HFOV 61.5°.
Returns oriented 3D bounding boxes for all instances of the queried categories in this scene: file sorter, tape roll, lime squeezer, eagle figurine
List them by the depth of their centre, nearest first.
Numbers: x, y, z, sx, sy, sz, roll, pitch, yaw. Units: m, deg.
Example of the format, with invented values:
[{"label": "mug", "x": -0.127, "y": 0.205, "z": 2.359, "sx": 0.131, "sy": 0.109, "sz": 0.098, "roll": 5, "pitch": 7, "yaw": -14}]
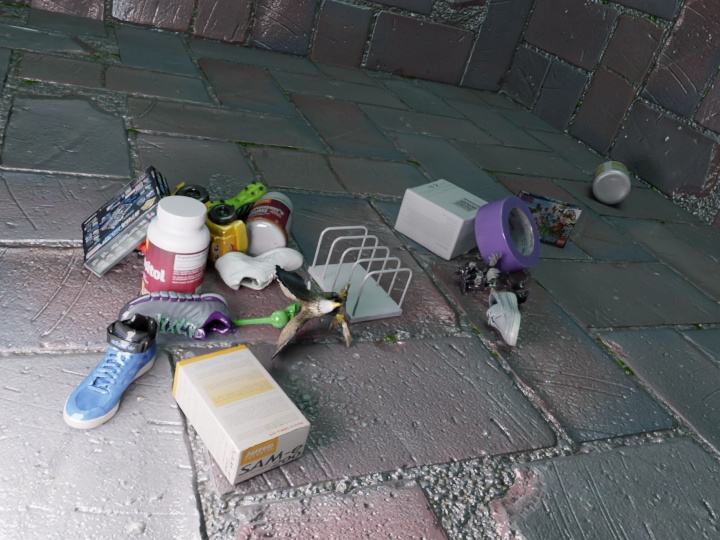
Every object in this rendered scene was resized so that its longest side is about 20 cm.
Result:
[{"label": "eagle figurine", "x": -0.100, "y": 0.070, "z": 1.131, "sx": 0.199, "sy": 0.151, "sz": 0.152, "roll": -5, "pitch": 55, "yaw": -43}, {"label": "lime squeezer", "x": -0.157, "y": 0.088, "z": 1.214, "sx": 0.070, "sy": 0.038, "sz": 0.200, "roll": -1, "pitch": 15, "yaw": 39}, {"label": "file sorter", "x": 0.000, "y": 0.000, "z": 1.344, "sx": 0.138, "sy": 0.125, "sz": 0.200, "roll": -5, "pitch": 36, "yaw": -35}, {"label": "tape roll", "x": 0.400, "y": -0.095, "z": 1.641, "sx": 0.200, "sy": 0.085, "sz": 0.201, "roll": 19, "pitch": 63, "yaw": -42}]

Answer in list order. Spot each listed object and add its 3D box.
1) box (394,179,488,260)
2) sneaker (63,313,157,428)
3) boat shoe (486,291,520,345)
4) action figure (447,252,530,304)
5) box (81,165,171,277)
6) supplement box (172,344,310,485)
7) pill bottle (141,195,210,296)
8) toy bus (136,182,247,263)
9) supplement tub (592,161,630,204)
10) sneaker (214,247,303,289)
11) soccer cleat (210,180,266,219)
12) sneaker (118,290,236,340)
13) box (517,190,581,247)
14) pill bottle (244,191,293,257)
[{"label": "box", "x": 0.240, "y": -0.149, "z": 1.718, "sx": 0.200, "sy": 0.131, "sz": 0.199, "roll": 33, "pitch": 33, "yaw": 27}, {"label": "sneaker", "x": -0.374, "y": 0.140, "z": 0.918, "sx": 0.076, "sy": 0.112, "sz": 0.200, "roll": 21, "pitch": 30, "yaw": 7}, {"label": "boat shoe", "x": 0.327, "y": 0.109, "z": 1.403, "sx": 0.071, "sy": 0.070, "sz": 0.201, "roll": 7, "pitch": 25, "yaw": 5}, {"label": "action figure", "x": 0.326, "y": 0.012, "z": 1.524, "sx": 0.199, "sy": 0.102, "sz": 0.119, "roll": 18, "pitch": 41, "yaw": -1}, {"label": "box", "x": -0.469, "y": -0.103, "z": 1.214, "sx": 0.046, "sy": 0.200, "sz": 0.159, "roll": 48, "pitch": 5, "yaw": -42}, {"label": "supplement box", "x": -0.187, "y": 0.214, "z": 0.931, "sx": 0.126, "sy": 0.074, "sz": 0.200, "roll": -10, "pitch": 39, "yaw": -40}, {"label": "pill bottle", "x": -0.345, "y": -0.032, "z": 1.136, "sx": 0.112, "sy": 0.201, "sz": 0.113, "roll": 13, "pitch": 29, "yaw": -7}, {"label": "toy bus", "x": -0.366, "y": -0.069, "z": 1.275, "sx": 0.200, "sy": 0.136, "sz": 0.192, "roll": 31, "pitch": 45, "yaw": 19}, {"label": "supplement tub", "x": 1.036, "y": -0.368, "z": 2.503, "sx": 0.144, "sy": 0.145, "sz": 0.200, "roll": 23, "pitch": 30, "yaw": 10}, {"label": "sneaker", "x": -0.208, "y": 0.003, "z": 1.301, "sx": 0.200, "sy": 0.071, "sz": 0.080, "roll": -9, "pitch": 54, "yaw": -34}, {"label": "soccer cleat", "x": -0.314, "y": -0.148, "z": 1.494, "sx": 0.200, "sy": 0.081, "sz": 0.068, "roll": -33, "pitch": 62, "yaw": -28}, {"label": "sneaker", "x": -0.321, "y": 0.087, "z": 1.080, "sx": 0.199, "sy": 0.075, "sz": 0.088, "roll": -5, "pitch": 41, "yaw": -35}, {"label": "box", "x": 0.574, "y": -0.161, "z": 1.911, "sx": 0.199, "sy": 0.137, "sz": 0.038, "roll": 14, "pitch": 27, "yaw": -6}, {"label": "pill bottle", "x": -0.216, "y": -0.106, "z": 1.424, "sx": 0.109, "sy": 0.110, "sz": 0.200, "roll": 14, "pitch": 30, "yaw": -6}]
